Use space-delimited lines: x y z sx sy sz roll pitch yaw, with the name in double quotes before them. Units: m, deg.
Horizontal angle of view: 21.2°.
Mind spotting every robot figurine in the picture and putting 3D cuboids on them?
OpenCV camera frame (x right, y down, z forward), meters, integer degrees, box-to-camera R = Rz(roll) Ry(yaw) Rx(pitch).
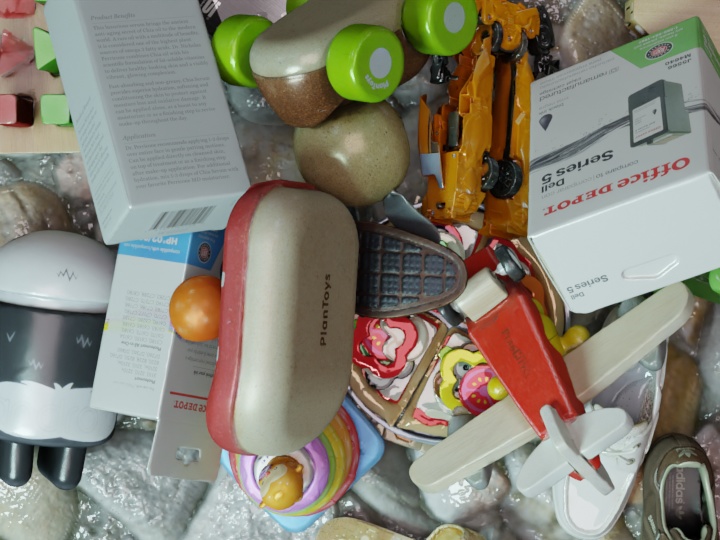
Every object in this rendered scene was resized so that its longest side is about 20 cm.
"robot figurine" 0.097 -0.131 1.518 0.144 0.058 0.202 12 78 -42
"robot figurine" -0.248 0.069 1.528 0.124 0.150 0.202 9 94 27

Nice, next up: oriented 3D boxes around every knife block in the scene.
"knife block" 0.335 -0.197 1.536 0.200 0.064 0.176 45 92 -1

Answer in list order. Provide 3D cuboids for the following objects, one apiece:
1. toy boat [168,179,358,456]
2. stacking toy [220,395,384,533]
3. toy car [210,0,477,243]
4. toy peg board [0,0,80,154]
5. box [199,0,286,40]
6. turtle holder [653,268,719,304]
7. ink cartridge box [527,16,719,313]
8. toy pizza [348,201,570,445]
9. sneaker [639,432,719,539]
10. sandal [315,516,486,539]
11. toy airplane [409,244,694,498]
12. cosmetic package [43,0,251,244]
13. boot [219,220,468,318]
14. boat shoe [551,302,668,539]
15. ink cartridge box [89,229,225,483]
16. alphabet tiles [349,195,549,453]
"toy boat" -0.082 0.034 1.411 0.130 0.130 0.202 4 90 30
"stacking toy" -0.056 0.151 1.487 0.116 0.200 0.110 -44 92 6
"toy car" 0.005 -0.111 1.457 0.157 0.164 0.201 -34 120 -33
"toy peg board" -0.300 -0.194 1.529 0.198 0.098 0.202 -1 92 1
"box" -0.020 -0.232 1.547 0.158 0.048 0.200 39 93 0
"turtle holder" 0.272 -0.037 1.521 0.141 0.185 0.132 31 77 -36
"ink cartridge box" 0.206 -0.080 1.431 0.145 0.201 0.084 -21 125 21
"toy pizza" 0.072 0.043 1.559 0.199 0.032 0.202 0 92 1
"sneaker" 0.256 0.234 1.549 0.070 0.076 0.202 -5 92 1
"sandal" 0.066 0.236 1.543 0.210 0.070 0.078 14 59 2
"toy airplane" 0.147 0.089 1.478 0.199 0.141 0.200 9 77 30
"cosmetic package" -0.160 -0.128 1.435 0.101 0.071 0.201 -7 71 -27
"boot" 0.000 0.000 1.497 0.199 0.097 0.075 2 90 22
"boat shoe" 0.202 0.123 1.548 0.070 0.069 0.201 13 94 -3
"ink cartridge box" -0.147 0.059 1.509 0.067 0.115 0.202 7 84 25
"alphabet tiles" 0.063 0.049 1.579 0.165 0.006 0.201 18 93 0
